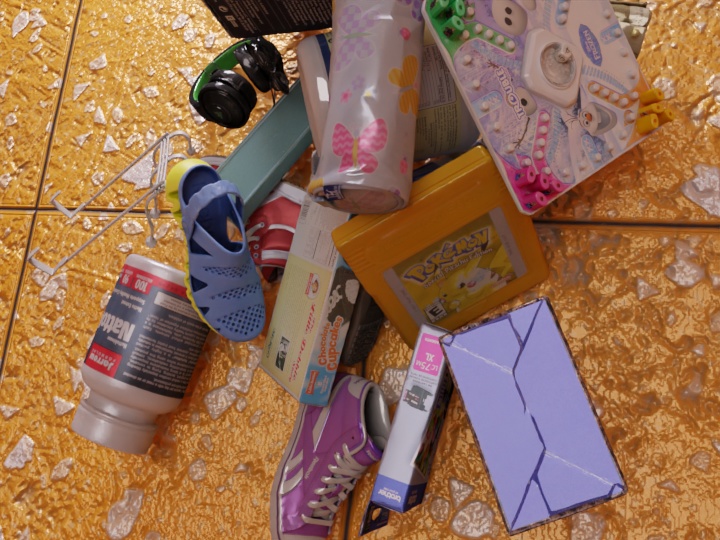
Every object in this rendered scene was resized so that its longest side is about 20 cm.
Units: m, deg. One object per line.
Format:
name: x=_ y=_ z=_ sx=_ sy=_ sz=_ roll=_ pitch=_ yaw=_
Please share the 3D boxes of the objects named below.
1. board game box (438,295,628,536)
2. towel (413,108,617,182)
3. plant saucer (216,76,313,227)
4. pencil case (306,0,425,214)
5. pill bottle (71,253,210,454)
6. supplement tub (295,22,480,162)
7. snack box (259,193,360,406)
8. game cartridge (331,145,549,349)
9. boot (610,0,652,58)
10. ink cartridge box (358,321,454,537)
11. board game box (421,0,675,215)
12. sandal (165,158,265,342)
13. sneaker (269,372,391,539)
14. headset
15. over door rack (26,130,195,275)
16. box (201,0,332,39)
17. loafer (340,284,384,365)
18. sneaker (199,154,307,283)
board game box: x=0.153 y=0.133 z=0.634 sx=0.096 sy=0.200 sz=0.162 roll=-22 pitch=72 yaw=8
towel: x=0.144 y=-0.125 z=0.729 sx=0.197 sy=0.147 sz=0.024 roll=-25 pitch=110 yaw=-3
plant saucer: x=-0.101 y=-0.145 z=0.812 sx=0.070 sy=0.019 sz=0.201 roll=35 pitch=77 yaw=18
pencil case: x=0.007 y=-0.149 z=0.605 sx=0.090 sy=0.083 sz=0.204 roll=0 pitch=79 yaw=40
pill bottle: x=-0.245 y=0.095 z=0.803 sx=0.118 sy=0.120 sz=0.203 roll=17 pitch=81 yaw=19
supplement tub: x=0.043 y=-0.183 z=0.726 sx=0.197 sy=0.145 sz=0.147 roll=-14 pitch=72 yaw=-4
snack box: x=-0.047 y=0.026 z=0.742 sx=0.116 sy=0.037 sz=0.203 roll=22 pitch=98 yaw=60
game cartridge: x=0.087 y=-0.015 z=0.694 sx=0.175 sy=0.200 sz=0.033 roll=-29 pitch=50 yaw=7
boot: x=0.219 y=-0.277 z=0.724 sx=0.153 sy=0.201 sz=0.074 roll=12 pitch=61 yaw=17
ink cartridge box: x=0.055 y=0.162 z=0.698 sx=0.041 sy=0.119 sz=0.203 roll=17 pitch=81 yaw=17
board game box: x=0.175 y=-0.182 z=0.627 sx=0.198 sy=0.026 sz=0.202 roll=-31 pitch=97 yaw=-24
sandal: x=-0.145 y=-0.017 z=0.739 sx=0.079 sy=0.087 sz=0.203 roll=-26 pitch=107 yaw=-30
sneaker: x=-0.026 y=0.205 z=0.713 sx=0.113 sy=0.072 sz=0.204 roll=-1 pitch=74 yaw=47
headset: x=-0.145 y=-0.238 z=0.847 sx=0.124 sy=0.094 sz=0.199 roll=-50 pitch=41 yaw=-11
over door rack: x=-0.285 y=-0.077 z=0.850 sx=0.198 sy=0.067 sz=0.149 roll=-27 pitch=35 yaw=6
box: x=-0.048 y=-0.321 z=0.672 sx=0.196 sy=0.104 sz=0.151 roll=1 pitch=74 yaw=17
loafer: x=0.000 y=0.000 z=0.764 sx=0.069 sy=0.075 sz=0.203 roll=26 pitch=101 yaw=28
sneaker: x=-0.129 y=-0.057 z=0.835 sx=0.197 sy=0.071 sz=0.114 roll=22 pitch=80 yaw=18
